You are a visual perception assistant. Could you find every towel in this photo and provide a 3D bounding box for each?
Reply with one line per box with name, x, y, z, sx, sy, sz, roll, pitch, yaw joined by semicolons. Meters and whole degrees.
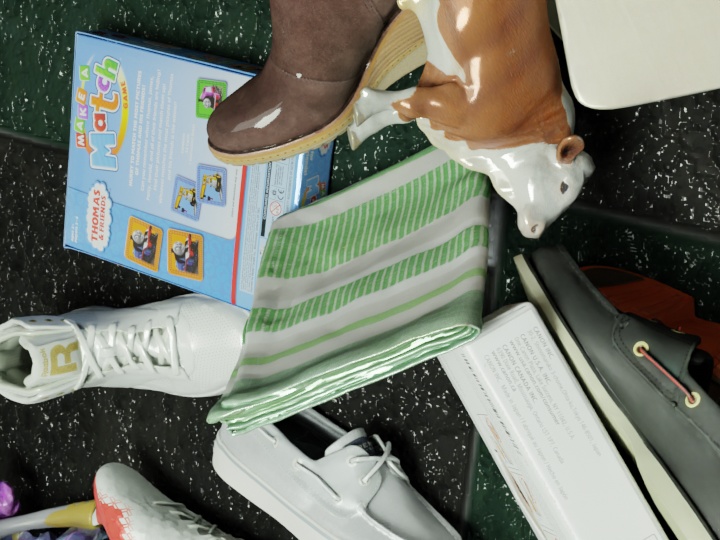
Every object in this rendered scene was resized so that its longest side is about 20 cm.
towel;0.000;0.000;0.763;0.152;0.200;0.023;-23;116;21

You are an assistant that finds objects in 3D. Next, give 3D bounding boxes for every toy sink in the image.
toy sink;0.149;-0.180;0.655;0.130;0.112;0.201;-11;90;15

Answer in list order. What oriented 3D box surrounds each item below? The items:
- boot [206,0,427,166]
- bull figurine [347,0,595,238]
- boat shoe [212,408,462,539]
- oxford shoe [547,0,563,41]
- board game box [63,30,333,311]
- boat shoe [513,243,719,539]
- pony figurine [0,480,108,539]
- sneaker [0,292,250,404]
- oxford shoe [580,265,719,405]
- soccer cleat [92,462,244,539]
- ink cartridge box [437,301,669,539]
boot;-0.032;-0.161;0.768;0.199;0.073;0.167;-29;126;11
bull figurine;0.051;-0.113;0.714;0.121;0.065;0.201;-9;104;-6
boat shoe;-0.009;0.129;0.888;0.200;0.072;0.069;30;116;37
oxford shoe;0.092;-0.200;0.747;0.075;0.058;0.201;-24;88;33
board game box;-0.110;-0.065;0.933;0.199;0.037;0.152;17;109;31
boat shoe;0.140;0.059;0.685;0.063;0.074;0.202;-34;54;2
pony figurine;-0.290;0.204;1.047;0.199;0.193;0.168;-3;102;17
sneaker;-0.161;0.058;0.949;0.199;0.115;0.074;-6;94;35
oxford shoe;0.185;0.068;0.733;0.200;0.071;0.073;32;121;38
soccer cleat;-0.103;0.200;0.971;0.085;0.069;0.200;-45;76;24
ink cartridge box;0.109;0.114;0.753;0.045;0.176;0.201;-29;88;-3
